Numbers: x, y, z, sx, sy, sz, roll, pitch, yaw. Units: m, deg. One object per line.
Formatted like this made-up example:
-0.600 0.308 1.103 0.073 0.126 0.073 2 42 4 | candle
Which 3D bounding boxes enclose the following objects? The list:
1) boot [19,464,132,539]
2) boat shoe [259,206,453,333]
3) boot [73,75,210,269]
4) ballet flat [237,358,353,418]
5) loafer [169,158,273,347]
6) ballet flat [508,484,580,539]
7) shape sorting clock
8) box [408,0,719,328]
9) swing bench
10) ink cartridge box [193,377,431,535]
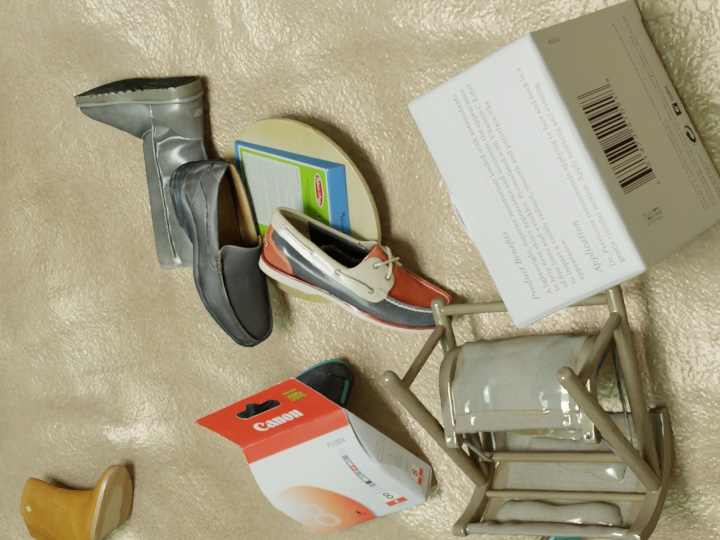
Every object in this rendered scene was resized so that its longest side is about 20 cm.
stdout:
-0.361 0.291 1.776 0.144 0.071 0.202 29 127 22 | boot
0.000 0.000 1.370 0.199 0.071 0.063 22 119 5 | boat shoe
-0.219 -0.103 1.537 0.181 0.072 0.201 6 117 37 | boot
-0.083 0.158 1.513 0.200 0.073 0.073 -30 88 38 | ballet flat
-0.130 -0.017 1.450 0.072 0.073 0.201 -9 107 46 | loafer
0.155 0.280 1.398 0.200 0.070 0.065 -58 43 33 | ballet flat
-0.061 -0.059 1.441 0.199 0.039 0.201 23 128 32 | shape sorting clock
0.173 -0.089 1.149 0.130 0.200 0.200 -26 90 38 | box
0.157 0.133 1.285 0.198 0.130 0.201 -5 123 37 | swing bench
-0.050 0.193 1.449 0.200 0.050 0.162 34 139 -32 | ink cartridge box
